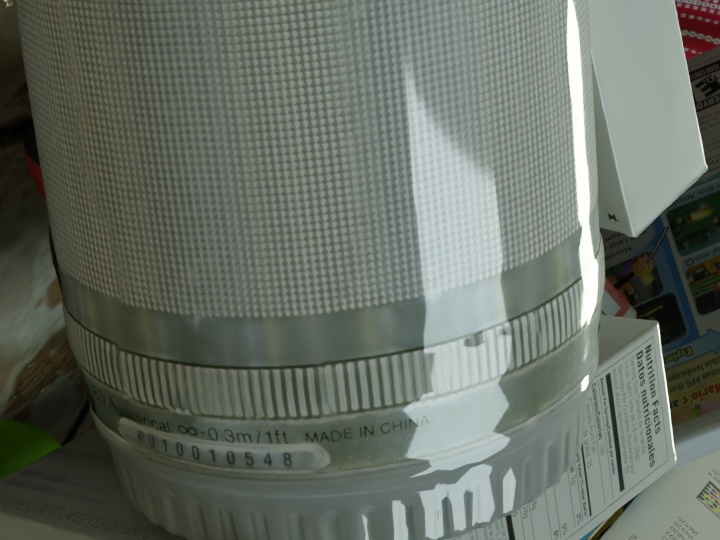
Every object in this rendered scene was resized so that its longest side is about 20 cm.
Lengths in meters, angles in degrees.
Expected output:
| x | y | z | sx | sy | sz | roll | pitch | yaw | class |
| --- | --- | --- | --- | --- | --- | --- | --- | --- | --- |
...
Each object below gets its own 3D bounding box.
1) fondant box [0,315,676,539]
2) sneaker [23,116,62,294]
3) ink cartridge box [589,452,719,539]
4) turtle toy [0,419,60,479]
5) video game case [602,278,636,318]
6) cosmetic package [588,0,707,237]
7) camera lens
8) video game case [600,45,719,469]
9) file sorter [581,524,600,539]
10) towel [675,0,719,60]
| x | y | z | sx | sy | sz | roll | pitch | yaw | class |
| --- | --- | --- | --- | --- | --- | --- | --- | --- | --- |
| -0.010 | 0.070 | 0.656 | 0.200 | 0.144 | 0.059 | -27 | 114 | -44 | fondant box |
| -0.027 | -0.026 | 0.720 | 0.200 | 0.071 | 0.098 | -12 | 123 | -31 | sneaker |
| 0.112 | 0.203 | 1.001 | 0.175 | 0.084 | 0.200 | -36 | 164 | -53 | ink cartridge box |
| -0.163 | 0.108 | 0.697 | 0.200 | 0.145 | 0.102 | -7 | 115 | -69 | turtle toy |
| 0.000 | 0.000 | 0.778 | 0.143 | 0.200 | 0.017 | -46 | -160 | -8 | video game case |
| 0.052 | -0.113 | 0.643 | 0.051 | 0.082 | 0.201 | -38 | 127 | -31 | cosmetic package |
| -0.012 | -0.040 | 0.567 | 0.160 | 0.159 | 0.201 | -31 | 122 | -47 | camera lens |
| 0.101 | 0.009 | 0.853 | 0.199 | 0.183 | 0.024 | -23 | 142 | 15 | video game case |
| 0.028 | 0.086 | 1.012 | 0.139 | 0.200 | 0.123 | -47 | 168 | -6 | file sorter |
| 0.101 | -0.104 | 0.896 | 0.200 | 0.144 | 0.023 | 104 | -8 | -58 | towel |
